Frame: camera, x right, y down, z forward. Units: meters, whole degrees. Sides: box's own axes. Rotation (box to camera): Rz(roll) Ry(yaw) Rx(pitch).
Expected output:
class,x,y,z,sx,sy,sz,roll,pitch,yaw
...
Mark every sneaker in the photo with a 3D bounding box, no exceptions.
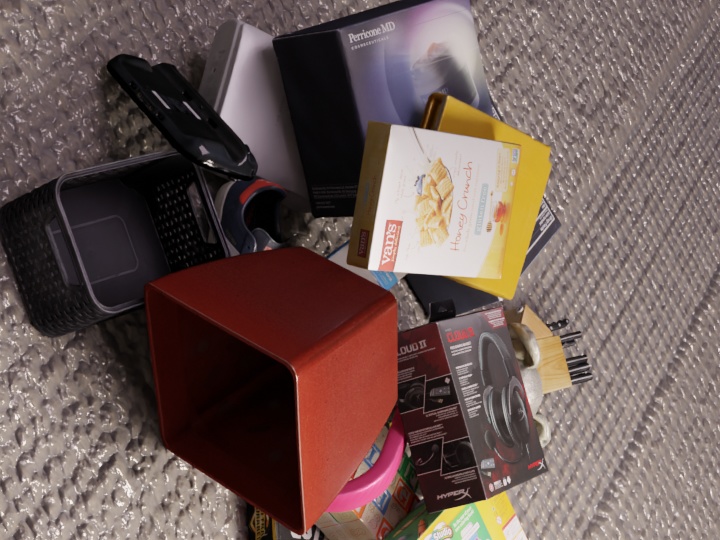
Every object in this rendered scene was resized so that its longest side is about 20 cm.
class,x,y,z,sx,sy,sz,roll,pitch,yaw
sneaker,-0.118,-0.001,1.639,0.075,0.084,0.203,16,73,-47

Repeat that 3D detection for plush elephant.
class,x,y,z,sx,sy,sz,roll,pitch,yaw
plush elephant,0.134,0.144,1.751,0.200,0.153,0.166,-40,119,-45

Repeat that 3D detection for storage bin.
class,x,y,z,sx,sy,sz,roll,pitch,yaw
storage bin,-0.235,-0.029,1.516,0.199,0.093,0.137,-20,90,-53

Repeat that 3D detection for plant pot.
class,x,y,z,sx,sy,sz,roll,pitch,yaw
plant pot,-0.070,0.091,1.495,0.176,0.199,0.202,-33,136,-38

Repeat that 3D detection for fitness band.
class,x,y,z,sx,sy,sz,roll,pitch,yaw
fitness band,-0.021,0.155,1.587,0.038,0.142,0.201,90,17,-45

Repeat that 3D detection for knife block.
class,x,y,z,sx,sy,sz,roll,pitch,yaw
knife block,0.229,0.139,2.030,0.176,0.064,0.201,45,44,-28

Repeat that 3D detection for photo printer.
class,x,y,z,sx,sy,sz,roll,pitch,yaw
photo printer,-0.087,-0.162,1.730,0.199,0.069,0.168,24,75,-35

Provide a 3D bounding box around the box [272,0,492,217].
class,x,y,z,sx,sy,sz,roll,pitch,yaw
box,0.032,-0.181,1.695,0.199,0.122,0.201,-24,105,-38

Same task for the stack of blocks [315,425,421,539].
class,x,y,z,sx,sy,sz,roll,pitch,yaw
stack of blocks,0.020,0.252,1.653,0.201,0.058,0.116,52,41,-23

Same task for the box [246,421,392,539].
class,x,y,z,sx,sy,sz,roll,pitch,yaw
box,-0.040,0.230,1.677,0.199,0.049,0.162,18,63,-46

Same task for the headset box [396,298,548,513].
class,x,y,z,sx,sy,sz,roll,pitch,yaw
headset box,0.105,0.129,1.600,0.148,0.077,0.203,-7,82,-58

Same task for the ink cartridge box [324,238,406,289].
class,x,y,z,sx,sy,sz,roll,pitch,yaw
ink cartridge box,0.000,0.000,1.683,0.068,0.115,0.200,53,25,-1

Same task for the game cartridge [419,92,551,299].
class,x,y,z,sx,sy,sz,roll,pitch,yaw
game cartridge,0.120,-0.076,1.675,0.199,0.032,0.178,20,86,-47

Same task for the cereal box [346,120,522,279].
class,x,y,z,sx,sy,sz,roll,pitch,yaw
cereal box,0.077,-0.068,1.584,0.198,0.039,0.146,3,98,-44

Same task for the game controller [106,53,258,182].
class,x,y,z,sx,sy,sz,roll,pitch,yaw
game controller,-0.183,-0.157,1.600,0.104,0.042,0.200,5,32,-44

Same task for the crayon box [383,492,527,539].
class,x,y,z,sx,sy,sz,roll,pitch,yaw
crayon box,0.097,0.298,1.632,0.200,0.058,0.120,-36,103,-53

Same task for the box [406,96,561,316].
class,x,y,z,sx,sy,sz,roll,pitch,yaw
box,0.125,-0.076,1.949,0.200,0.122,0.200,59,41,-12
